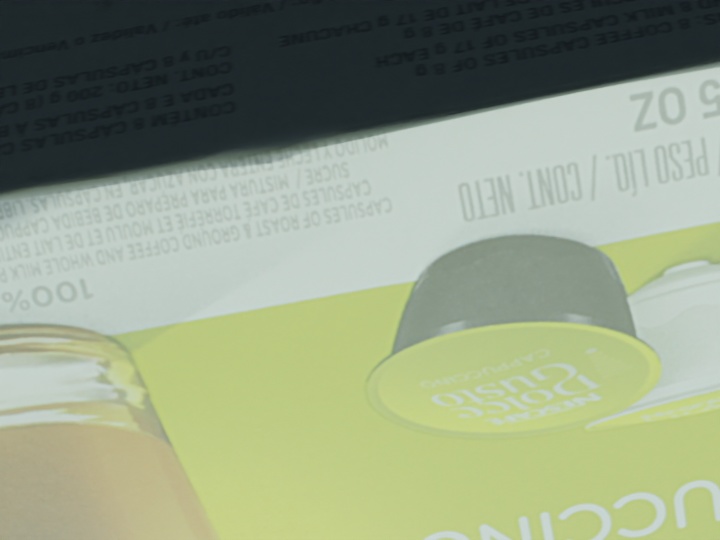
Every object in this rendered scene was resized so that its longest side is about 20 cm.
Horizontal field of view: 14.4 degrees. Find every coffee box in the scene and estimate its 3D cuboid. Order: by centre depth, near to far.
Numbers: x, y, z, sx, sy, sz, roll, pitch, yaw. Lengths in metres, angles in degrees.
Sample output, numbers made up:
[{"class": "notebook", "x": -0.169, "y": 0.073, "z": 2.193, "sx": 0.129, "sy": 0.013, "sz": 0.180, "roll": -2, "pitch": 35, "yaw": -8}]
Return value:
[{"class": "coffee box", "x": 0.001, "y": 0.003, "z": 0.534, "sx": 0.200, "sy": 0.200, "sz": 0.198, "roll": -10, "pitch": 126, "yaw": 3}]
